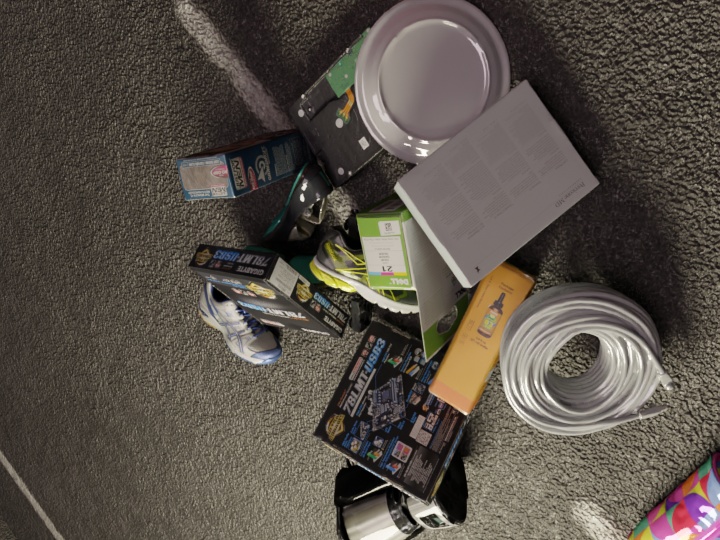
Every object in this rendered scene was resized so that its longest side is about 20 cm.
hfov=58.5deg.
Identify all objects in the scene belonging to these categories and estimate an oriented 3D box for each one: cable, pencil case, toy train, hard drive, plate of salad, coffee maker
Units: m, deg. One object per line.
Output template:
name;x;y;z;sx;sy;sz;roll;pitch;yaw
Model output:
cable;0.270;0.109;0.799;0.196;0.070;0.203;-21;111;12
pencil case;0.428;0.326;0.825;0.087;0.088;0.203;33;124;17
toy train;0.000;0.000;1.000;0.033;0.046;0.205;14;118;33
hard drive;-0.002;-0.229;0.908;0.199;0.038;0.141;-34;89;39
plate of salad;0.089;-0.236;0.807;0.194;0.048;0.206;0;102;0
coffee maker;0.060;0.337;1.034;0.198;0.134;0.196;-32;58;24

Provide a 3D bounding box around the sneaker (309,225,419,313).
sneaker;0.027;-0.002;0.930;0.195;0.075;0.086;17;112;-8

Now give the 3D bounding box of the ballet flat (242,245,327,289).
ballet flat;-0.119;0.006;1.078;0.196;0.070;0.073;14;117;28

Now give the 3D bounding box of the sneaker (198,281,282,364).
sneaker;-0.219;0.087;1.163;0.198;0.075;0.089;35;130;16

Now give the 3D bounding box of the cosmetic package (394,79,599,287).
cosmetic package;0.161;-0.101;0.769;0.198;0.052;0.152;-37;88;-2

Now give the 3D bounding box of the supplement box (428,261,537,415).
supplement box;0.167;0.087;0.869;0.066;0.068;0.204;29;103;20

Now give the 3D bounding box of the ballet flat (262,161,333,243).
ballet flat;-0.095;-0.087;1.007;0.073;0.073;0.200;49;140;6

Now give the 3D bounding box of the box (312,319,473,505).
box;0.059;0.205;0.957;0.195;0.203;0.050;22;163;24

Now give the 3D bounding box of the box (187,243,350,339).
box;-0.145;0.035;1.026;0.197;0.051;0.199;8;153;40

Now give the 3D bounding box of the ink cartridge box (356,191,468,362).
ink cartridge box;0.079;-0.001;0.879;0.074;0.147;0.205;1;111;35

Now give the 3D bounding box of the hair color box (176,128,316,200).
hair color box;-0.161;-0.159;0.941;0.098;0.199;0.062;0;111;32
